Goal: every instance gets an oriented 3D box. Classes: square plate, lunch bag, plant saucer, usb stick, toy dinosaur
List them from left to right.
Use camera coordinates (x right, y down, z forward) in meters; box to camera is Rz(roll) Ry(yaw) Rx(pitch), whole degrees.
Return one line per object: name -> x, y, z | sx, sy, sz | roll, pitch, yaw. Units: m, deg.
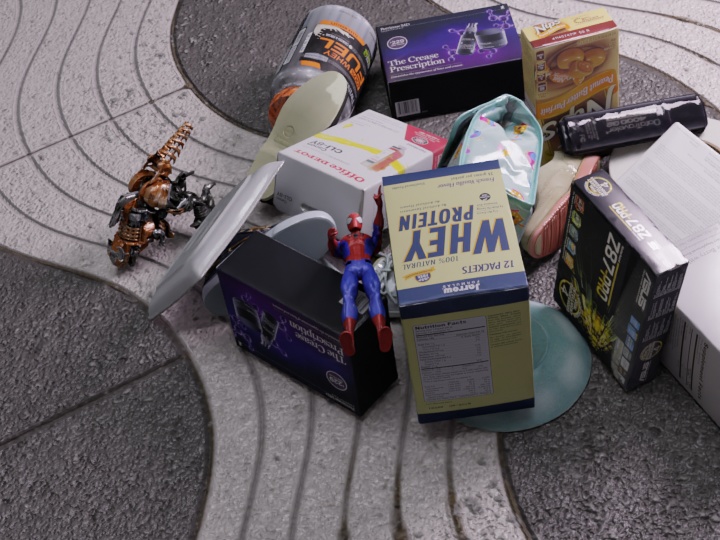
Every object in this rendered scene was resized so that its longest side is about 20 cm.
toy dinosaur -> -0.262, -0.093, 1.668 | 0.200, 0.136, 0.102 | -47, 61, 23
square plate -> -0.187, -0.041, 1.581 | 0.028, 0.198, 0.200 | 38, 61, -11
lunch bag -> 0.150, -0.104, 1.575 | 0.121, 0.171, 0.200 | 16, 46, -4
plant saucer -> 0.169, 0.096, 1.482 | 0.200, 0.039, 0.201 | -5, 46, 5
usb stick -> 0.357, -0.190, 1.653 | 0.199, 0.033, 0.056 | -11, 78, -8

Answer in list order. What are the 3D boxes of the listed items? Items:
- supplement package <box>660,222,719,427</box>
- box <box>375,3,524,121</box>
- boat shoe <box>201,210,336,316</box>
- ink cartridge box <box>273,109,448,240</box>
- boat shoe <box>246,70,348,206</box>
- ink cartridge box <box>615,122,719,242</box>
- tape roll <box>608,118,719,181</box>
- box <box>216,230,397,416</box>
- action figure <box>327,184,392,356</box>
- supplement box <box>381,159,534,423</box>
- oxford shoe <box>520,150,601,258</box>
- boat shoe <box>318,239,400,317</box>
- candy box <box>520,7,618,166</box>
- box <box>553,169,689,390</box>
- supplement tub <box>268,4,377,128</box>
supplement package -> 0.408, 0.066, 1.409 | 0.121, 0.120, 0.200 | -24, 48, -14
box -> 0.131, -0.303, 1.841 | 0.199, 0.079, 0.141 | -10, 43, 1
boat shoe -> -0.121, -0.031, 1.592 | 0.200, 0.071, 0.091 | -33, 36, 15
ink cartridge box -> 0.004, -0.125, 1.650 | 0.145, 0.084, 0.200 | 25, 36, 28
boat shoe -> -0.079, -0.177, 1.709 | 0.074, 0.063, 0.202 | 35, 95, 26
ink cartridge box -> 0.378, -0.062, 1.556 | 0.200, 0.050, 0.161 | -46, 60, 4
tape roll -> 0.423, -0.124, 1.644 | 0.202, 0.037, 0.203 | -6, 47, 6
box -> -0.061, 0.061, 1.476 | 0.200, 0.141, 0.079 | 26, 57, 31
action figure -> -0.002, -0.013, 1.364 | 0.065, 0.099, 0.200 | -5, 39, -1
supplement box -> 0.108, 0.024, 1.396 | 0.134, 0.200, 0.200 | -9, 46, 2
oxford shoe -> 0.241, -0.086, 1.621 | 0.074, 0.071, 0.200 | 19, 43, 22
boat shoe -> 0.000, -0.001, 1.586 | 0.202, 0.065, 0.074 | 25, 56, 30
candy box -> 0.276, -0.235, 1.661 | 0.115, 0.200, 0.055 | -15, 43, -4
box -> 0.286, 0.012, 1.420 | 0.049, 0.200, 0.161 | -21, 52, -19
supplement tub -> -0.057, -0.277, 1.818 | 0.122, 0.123, 0.200 | 6, 49, 16
